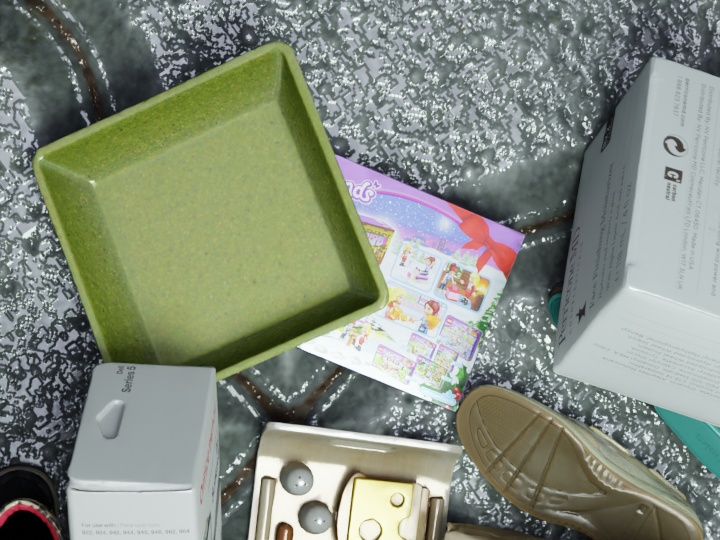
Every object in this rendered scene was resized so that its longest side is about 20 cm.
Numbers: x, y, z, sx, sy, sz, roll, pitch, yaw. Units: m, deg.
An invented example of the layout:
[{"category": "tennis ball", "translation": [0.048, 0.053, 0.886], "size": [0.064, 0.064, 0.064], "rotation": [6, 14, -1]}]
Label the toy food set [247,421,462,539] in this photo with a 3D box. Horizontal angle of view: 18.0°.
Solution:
[{"category": "toy food set", "translation": [-0.008, 0.213, 1.596], "size": [0.143, 0.060, 0.201], "rotation": [7, 89, -9]}]

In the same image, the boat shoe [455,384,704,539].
[{"category": "boat shoe", "translation": [0.156, 0.144, 1.625], "size": [0.200, 0.065, 0.072], "rotation": [32, 108, -1]}]

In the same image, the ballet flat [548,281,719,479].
[{"category": "ballet flat", "translation": [0.221, 0.068, 1.639], "size": [0.200, 0.073, 0.073], "rotation": [43, 83, -1]}]

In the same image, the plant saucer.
[{"category": "plant saucer", "translation": [-0.099, -0.026, 1.553], "size": [0.199, 0.048, 0.201], "rotation": [-24, 78, 8]}]

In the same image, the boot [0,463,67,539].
[{"category": "boot", "translation": [-0.222, 0.234, 1.513], "size": [0.073, 0.151, 0.201], "rotation": [1, 89, -10]}]

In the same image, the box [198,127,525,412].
[{"category": "box", "translation": [0.000, 0.000, 1.610], "size": [0.199, 0.039, 0.137], "rotation": [23, 87, -8]}]

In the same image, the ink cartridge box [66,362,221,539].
[{"category": "ink cartridge box", "translation": [-0.137, 0.181, 1.487], "size": [0.084, 0.146, 0.201], "rotation": [1, 120, 1]}]

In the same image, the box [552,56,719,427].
[{"category": "box", "translation": [0.255, -0.009, 1.569], "size": [0.199, 0.131, 0.200], "rotation": [18, 56, -9]}]

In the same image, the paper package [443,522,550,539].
[{"category": "paper package", "translation": [0.141, 0.288, 1.553], "size": [0.103, 0.190, 0.201], "rotation": [12, 87, -54]}]
